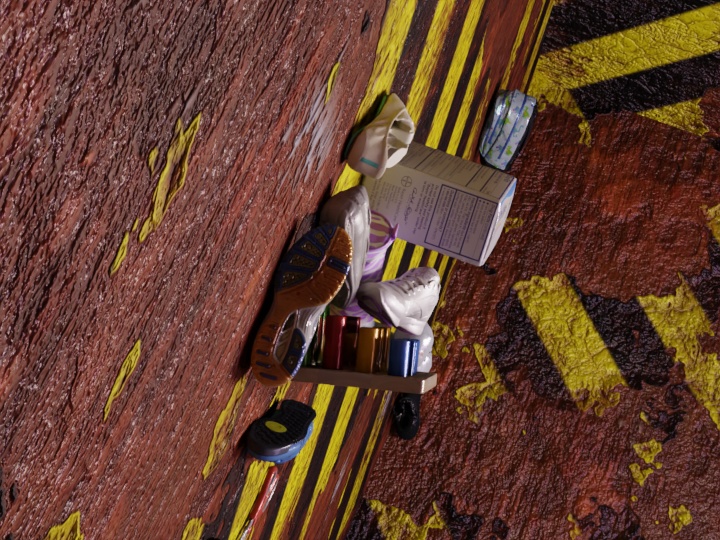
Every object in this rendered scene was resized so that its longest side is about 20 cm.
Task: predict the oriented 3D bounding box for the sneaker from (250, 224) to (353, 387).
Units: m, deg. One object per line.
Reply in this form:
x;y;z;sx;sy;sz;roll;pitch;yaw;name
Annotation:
-0.075;0.039;1.442;0.201;0.075;0.088;-62;-178;-9;sneaker

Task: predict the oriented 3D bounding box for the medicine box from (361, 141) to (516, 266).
0.111;-0.104;1.802;0.182;0.199;0.104;-46;155;-70;medicine box

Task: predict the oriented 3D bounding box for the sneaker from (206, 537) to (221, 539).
-0.198;0.366;1.417;0.200;0.069;0.091;-25;119;-79;sneaker

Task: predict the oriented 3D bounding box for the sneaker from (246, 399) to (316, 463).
-0.109;0.231;1.641;0.200;0.066;0.079;-32;145;-77;sneaker

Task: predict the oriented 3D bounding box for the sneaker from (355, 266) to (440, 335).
0.055;0.028;1.704;0.100;0.075;0.200;-56;160;4;sneaker

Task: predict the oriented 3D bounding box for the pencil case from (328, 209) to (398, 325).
0.000;0.000;1.729;0.201;0.085;0.084;96;10;-55;pencil case

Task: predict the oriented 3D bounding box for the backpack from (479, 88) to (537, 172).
0.379;-0.368;3.184;0.200;0.153;0.164;-47;-171;48;backpack

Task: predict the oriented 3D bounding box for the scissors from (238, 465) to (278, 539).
-0.160;0.372;1.811;0.073;0.014;0.201;102;10;-53;scissors

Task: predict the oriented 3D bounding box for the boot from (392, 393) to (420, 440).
0.130;0.426;3.572;0.168;0.076;0.202;-59;160;-67;boot

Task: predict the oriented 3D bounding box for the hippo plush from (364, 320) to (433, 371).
0.033;0.138;1.998;0.201;0.160;0.160;101;12;-47;hippo plush

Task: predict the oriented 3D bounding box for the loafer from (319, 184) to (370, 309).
-0.017;-0.027;1.598;0.070;0.070;0.201;-43;158;-32;loafer

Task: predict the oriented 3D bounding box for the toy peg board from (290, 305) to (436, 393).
-0.003;0.098;1.625;0.200;0.197;0.099;12;82;-82;toy peg board

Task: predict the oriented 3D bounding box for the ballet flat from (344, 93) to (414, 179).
0.035;-0.173;1.621;0.200;0.069;0.070;-58;165;-56;ballet flat
